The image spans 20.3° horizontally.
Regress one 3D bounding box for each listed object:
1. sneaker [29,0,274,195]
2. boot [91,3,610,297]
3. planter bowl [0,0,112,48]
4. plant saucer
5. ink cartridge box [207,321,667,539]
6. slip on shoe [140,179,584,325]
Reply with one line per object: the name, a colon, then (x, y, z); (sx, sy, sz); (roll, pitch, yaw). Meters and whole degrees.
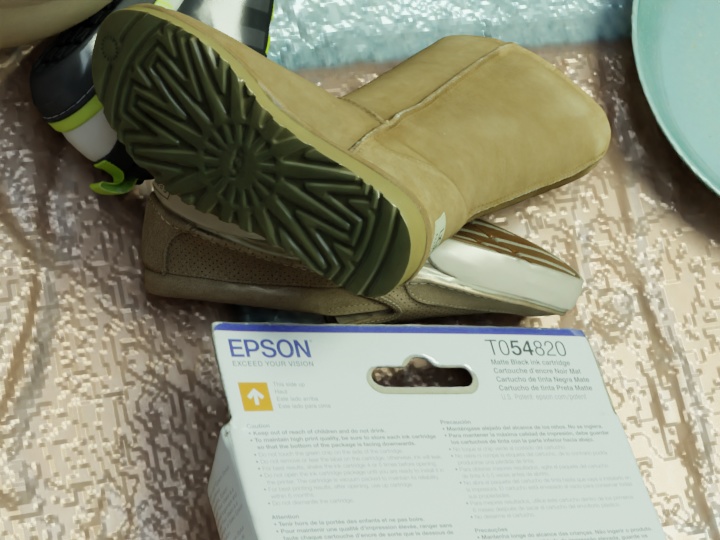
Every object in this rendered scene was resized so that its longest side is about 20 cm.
sneaker: (-0.071, -0.114, 0.924); (0.083, 0.071, 0.200); (49, 63, -20)
boot: (0.000, -0.070, 0.878); (0.175, 0.066, 0.200); (39, 32, 11)
planter bowl: (-0.170, -0.177, 0.872); (0.198, 0.135, 0.202); (5, 67, -13)
plant saucer: (0.222, -0.098, 1.002); (0.198, 0.036, 0.202); (6, 67, -13)
ink cartridge box: (0.039, 0.115, 0.832); (0.198, 0.041, 0.201); (3, 53, -29)
slip on shoe: (0.000, 0.000, 0.892); (0.198, 0.076, 0.061); (12, 105, -19)
